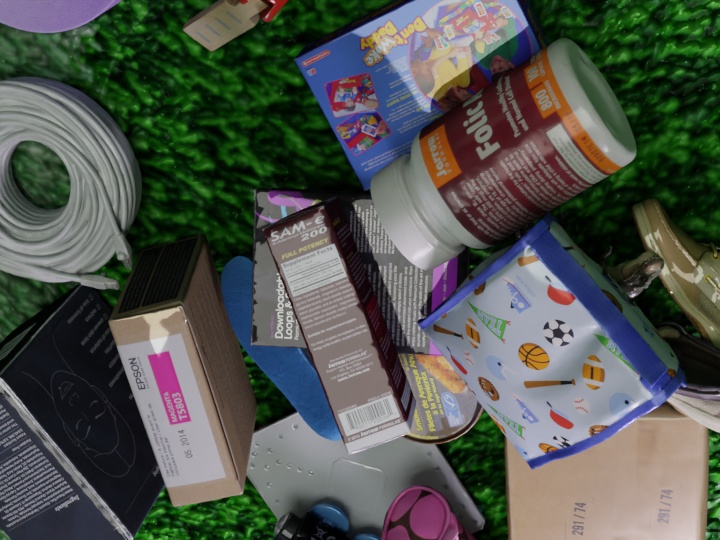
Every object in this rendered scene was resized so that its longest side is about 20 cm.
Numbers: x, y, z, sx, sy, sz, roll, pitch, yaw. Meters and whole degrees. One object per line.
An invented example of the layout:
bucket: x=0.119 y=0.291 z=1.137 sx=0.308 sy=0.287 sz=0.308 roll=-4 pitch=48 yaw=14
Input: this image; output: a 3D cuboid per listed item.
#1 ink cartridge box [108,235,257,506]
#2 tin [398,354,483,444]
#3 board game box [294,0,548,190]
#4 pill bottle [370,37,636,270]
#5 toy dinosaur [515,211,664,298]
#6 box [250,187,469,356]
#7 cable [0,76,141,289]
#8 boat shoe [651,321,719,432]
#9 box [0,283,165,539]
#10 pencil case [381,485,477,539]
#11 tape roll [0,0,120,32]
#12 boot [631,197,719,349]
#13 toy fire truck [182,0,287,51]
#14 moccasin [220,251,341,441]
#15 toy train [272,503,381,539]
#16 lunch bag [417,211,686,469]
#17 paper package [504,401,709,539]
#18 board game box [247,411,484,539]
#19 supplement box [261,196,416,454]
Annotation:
ink cartridge box: x=-0.162 y=0.092 z=1.199 sx=0.074 sy=0.165 sz=0.202 roll=-11 pitch=112 yaw=6
tin: x=0.052 y=0.065 z=1.199 sx=0.111 sy=0.042 sz=0.202 roll=-16 pitch=102 yaw=6
board game box: x=0.061 y=-0.171 z=1.098 sx=0.198 sy=0.045 sz=0.135 roll=-22 pitch=108 yaw=21
pill bottle: x=0.113 y=-0.090 z=1.037 sx=0.199 sy=0.114 sz=0.115 roll=-32 pitch=105 yaw=24
toy dinosaur: x=0.172 y=-0.003 z=1.128 sx=0.199 sy=0.047 sz=0.089 roll=-19 pitch=94 yaw=50
box: x=0.000 y=0.000 z=1.149 sx=0.197 sy=0.036 sz=0.145 roll=3 pitch=97 yaw=4
cable: x=-0.306 y=-0.087 z=1.206 sx=0.198 sy=0.069 sz=0.202 roll=4 pitch=115 yaw=11
boat shoe: x=0.264 y=0.076 z=1.116 sx=0.199 sy=0.072 sz=0.065 roll=27 pitch=146 yaw=38
box: x=-0.285 y=0.154 z=1.239 sx=0.123 sy=0.200 sz=0.197 roll=-31 pitch=104 yaw=25
pencil case: x=0.104 y=0.295 z=1.247 sx=0.093 sy=0.091 sz=0.200 roll=0 pitch=147 yaw=43
tape roll: x=-0.275 y=-0.313 z=1.095 sx=0.198 sy=0.066 sz=0.202 roll=5 pitch=116 yaw=9
boot: x=0.343 y=-0.012 z=1.097 sx=0.155 sy=0.073 sz=0.201 roll=-35 pitch=101 yaw=22
toy fire truck: x=-0.109 y=-0.280 z=1.057 sx=0.176 sy=0.129 sz=0.200 roll=40 pitch=106 yaw=-8
moccasin: x=-0.064 y=0.071 z=1.224 sx=0.080 sy=0.068 sz=0.201 roll=-28 pitch=93 yaw=34
toy train: x=-0.014 y=0.326 z=1.298 sx=0.199 sy=0.087 sz=0.115 roll=33 pitch=123 yaw=-4
lunch bag: x=0.160 y=0.052 z=1.025 sx=0.170 sy=0.124 sz=0.200 roll=49 pitch=160 yaw=4
paper package: x=0.232 y=0.197 z=1.201 sx=0.188 sy=0.104 sz=0.202 roll=-1 pitch=114 yaw=11
board game box: x=-0.002 y=0.215 z=1.303 sx=0.199 sy=0.026 sz=0.201 roll=-27 pitch=107 yaw=22
supplement box: x=-0.015 y=0.043 z=1.083 sx=0.060 sy=0.109 sz=0.202 roll=-20 pitch=94 yaw=7
